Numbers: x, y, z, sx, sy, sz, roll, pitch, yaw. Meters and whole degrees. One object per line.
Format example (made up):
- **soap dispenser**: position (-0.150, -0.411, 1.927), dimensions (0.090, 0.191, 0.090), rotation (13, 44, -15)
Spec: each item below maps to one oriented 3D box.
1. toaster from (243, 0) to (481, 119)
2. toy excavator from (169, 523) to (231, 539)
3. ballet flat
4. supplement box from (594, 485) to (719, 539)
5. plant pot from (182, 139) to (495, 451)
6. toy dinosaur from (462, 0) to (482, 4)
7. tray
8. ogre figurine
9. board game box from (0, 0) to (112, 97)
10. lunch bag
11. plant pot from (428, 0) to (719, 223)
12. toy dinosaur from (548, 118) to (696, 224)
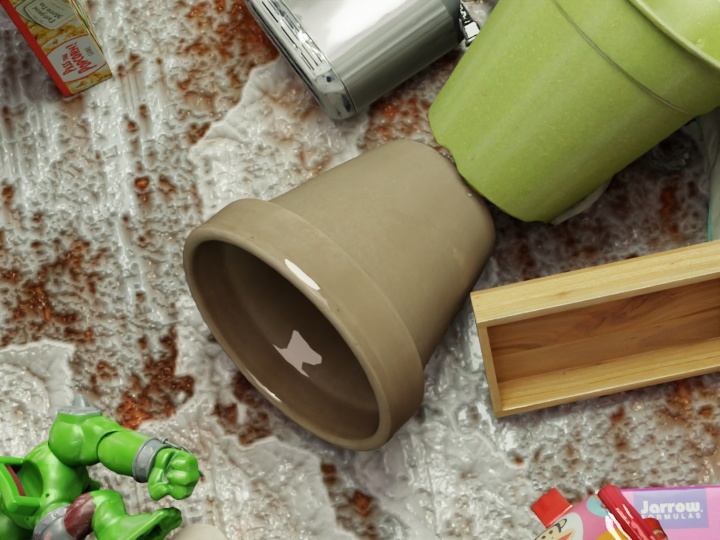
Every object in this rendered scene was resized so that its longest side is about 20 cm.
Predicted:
- **toaster**: position (-0.009, -0.207, 1.362), dimensions (0.129, 0.114, 0.200), rotation (-37, 74, -1)
- **toy excavator**: position (-0.124, 0.292, 1.202), dimensions (0.194, 0.100, 0.200), rotation (-44, 47, -4)
- **ballet flat**: position (0.284, -0.093, 1.299), dimensions (0.064, 0.067, 0.201), rotation (-12, 80, 48)
- **supplement box**: position (0.212, 0.253, 1.195), dimensions (0.101, 0.103, 0.201), rotation (-4, 71, 7)
- **plant pot**: position (0.000, 0.000, 1.271), dimensions (0.200, 0.200, 0.175), rotation (38, 62, 16)
- **toy dinosaur**: position (0.132, -0.254, 1.380), dimensions (0.200, 0.086, 0.136), rotation (33, 35, -4)
- **tray**: position (0.184, 0.040, 1.265), dimensions (0.199, 0.099, 0.037), rotation (-13, 41, 2)
- **ogre figurine**: position (-0.206, 0.176, 1.266), dimensions (0.120, 0.098, 0.200), rotation (48, 127, 22)
- **board game box**: position (-0.259, -0.241, 1.353), dimensions (0.046, 0.200, 0.152), rotation (-25, 71, -1)
- **lunch bag**: position (0.166, 0.203, 1.060), dimensions (0.082, 0.200, 0.176), rotation (-38, 71, 0)
- **plant pot**: position (0.152, -0.139, 1.254), dimensions (0.190, 0.200, 0.200), rotation (-47, 70, 27)
- **toy dinosaur**: position (0.214, -0.114, 1.342), dimensions (0.088, 0.047, 0.201), rotation (17, 78, 16)
